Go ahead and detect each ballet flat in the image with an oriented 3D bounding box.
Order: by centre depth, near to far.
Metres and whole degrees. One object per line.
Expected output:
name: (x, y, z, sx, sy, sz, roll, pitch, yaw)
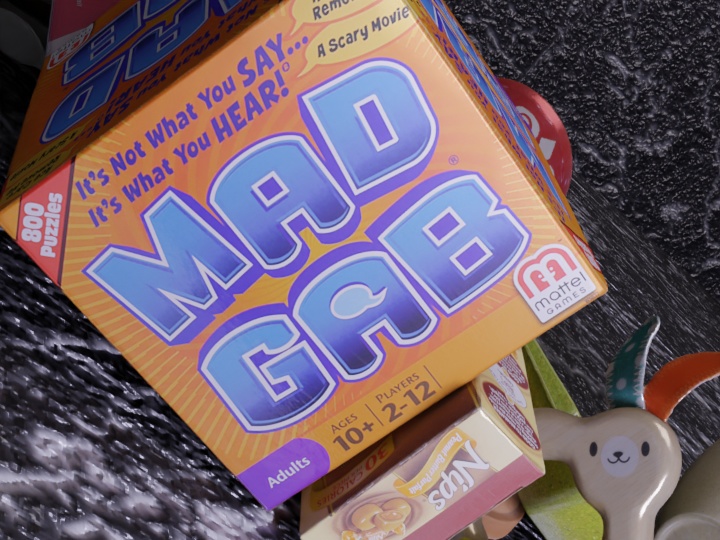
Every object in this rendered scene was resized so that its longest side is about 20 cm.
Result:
ballet flat: (-0.177, -0.128, 0.882, 0.198, 0.068, 0.067, 31, 20, -11)

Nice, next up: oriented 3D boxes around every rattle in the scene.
rattle: (0.099, 0.100, 0.711, 0.142, 0.200, 0.131, 31, 19, -42)

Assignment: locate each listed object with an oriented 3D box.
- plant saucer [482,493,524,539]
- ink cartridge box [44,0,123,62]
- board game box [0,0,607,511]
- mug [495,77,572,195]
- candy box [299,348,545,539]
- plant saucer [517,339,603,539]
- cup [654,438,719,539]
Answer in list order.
plant saucer: (0.038, 0.090, 0.921, 0.200, 0.032, 0.201, 42, 13, -12)
ink cartridge box: (-0.082, -0.133, 0.812, 0.197, 0.148, 0.083, 7, 22, -14)
board game box: (-0.030, -0.053, 0.690, 0.201, 0.199, 0.201, 50, 14, -26)
mug: (0.083, -0.056, 1.075, 0.176, 0.135, 0.199, 29, 31, 21)
candy box: (0.028, 0.062, 0.736, 0.055, 0.115, 0.201, 44, 21, -21)
plant saucer: (0.131, 0.127, 0.934, 0.200, 0.047, 0.201, 54, 12, -45)
cup: (0.296, 0.216, 1.035, 0.142, 0.202, 0.201, -8, 48, -39)
